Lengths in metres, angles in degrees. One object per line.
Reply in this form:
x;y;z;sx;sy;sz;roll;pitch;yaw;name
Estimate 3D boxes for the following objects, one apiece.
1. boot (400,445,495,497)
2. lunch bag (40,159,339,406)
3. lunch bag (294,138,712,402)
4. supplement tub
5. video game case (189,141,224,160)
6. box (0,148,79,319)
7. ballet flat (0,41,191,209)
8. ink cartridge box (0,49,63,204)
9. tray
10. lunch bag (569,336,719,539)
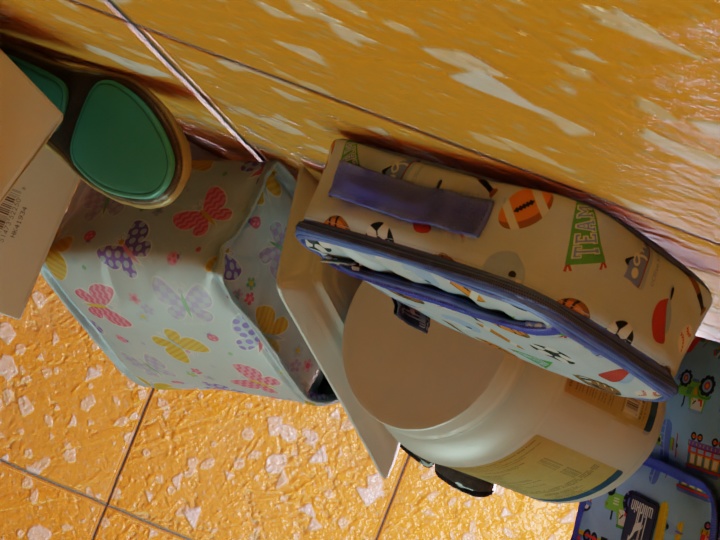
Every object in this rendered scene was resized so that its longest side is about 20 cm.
0.053;0.087;1.456;0.200;0.132;0.070;45;-145;22;boot
-0.101;0.016;1.241;0.169;0.127;0.200;4;142;33;lunch bag
0.064;-0.004;0.894;0.160;0.076;0.200;28;172;-42;lunch bag
0.094;0.064;1.136;0.144;0.145;0.200;19;175;39;supplement tub
-0.206;-0.113;1.275;0.182;0.024;0.200;20;177;34;video game case
-0.278;-0.059;1.206;0.097;0.125;0.200;22;-178;-30;box
-0.155;-0.089;1.055;0.200;0.069;0.063;31;-169;35;ballet flat
-0.278;-0.089;1.001;0.200;0.125;0.129;18;159;44;ink cartridge box
-0.002;0.036;1.156;0.022;0.108;0.200;-8;135;20;tray
0.222;0.150;1.212;0.094;0.201;0.150;23;176;-31;lunch bag
